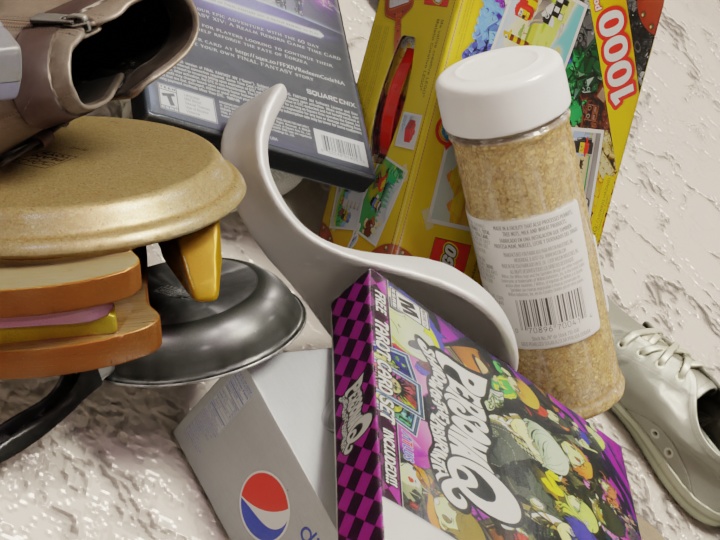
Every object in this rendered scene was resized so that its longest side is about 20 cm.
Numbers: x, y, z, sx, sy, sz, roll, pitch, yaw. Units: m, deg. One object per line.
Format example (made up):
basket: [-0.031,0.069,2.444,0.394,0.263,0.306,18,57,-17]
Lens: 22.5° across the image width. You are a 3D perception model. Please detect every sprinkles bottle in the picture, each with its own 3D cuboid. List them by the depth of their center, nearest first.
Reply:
sprinkles bottle: [0.092,-0.017,0.974,0.068,0.068,0.200,-53,134,-56]

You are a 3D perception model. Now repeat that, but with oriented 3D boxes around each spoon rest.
spoon rest: [0.000,0.000,0.925,0.200,0.099,0.061,48,45,-16]

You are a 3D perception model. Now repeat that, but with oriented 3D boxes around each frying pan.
frying pan: [-0.116,0.033,0.844,0.190,0.031,0.115,-17,25,-23]

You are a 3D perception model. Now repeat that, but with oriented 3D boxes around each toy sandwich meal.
toy sandwich meal: [-0.143,-0.016,0.834,0.205,0.070,0.205,0,19,0]

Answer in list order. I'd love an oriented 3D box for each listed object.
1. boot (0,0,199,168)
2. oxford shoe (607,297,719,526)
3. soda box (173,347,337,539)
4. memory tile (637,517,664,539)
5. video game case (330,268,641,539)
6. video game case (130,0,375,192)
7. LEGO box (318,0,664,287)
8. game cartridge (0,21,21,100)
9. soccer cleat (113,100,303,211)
boot: [-0.138,-0.112,0.859,0.200,0.146,0.070,-55,129,-44]
oxford shoe: [0.178,0.062,1.105,0.075,0.058,0.200,-14,60,-48]
soda box: [-0.004,0.133,0.835,0.068,0.063,0.200,-2,52,-47]
memory tile: [0.113,0.159,0.927,0.153,0.017,0.200,10,36,-35]
video game case: [0.064,0.110,0.848,0.181,0.036,0.200,36,26,-22]
video game case: [-0.068,-0.141,0.999,0.143,0.019,0.200,14,48,-33]
LEGO box: [0.074,-0.082,1.036,0.149,0.200,0.077,12,4,-37]
game cartridge: [-0.253,-0.097,0.736,0.200,0.038,0.130,-9,43,-31]
soccer cleat: [-0.112,-0.113,1.004,0.200,0.070,0.086,43,44,7]
